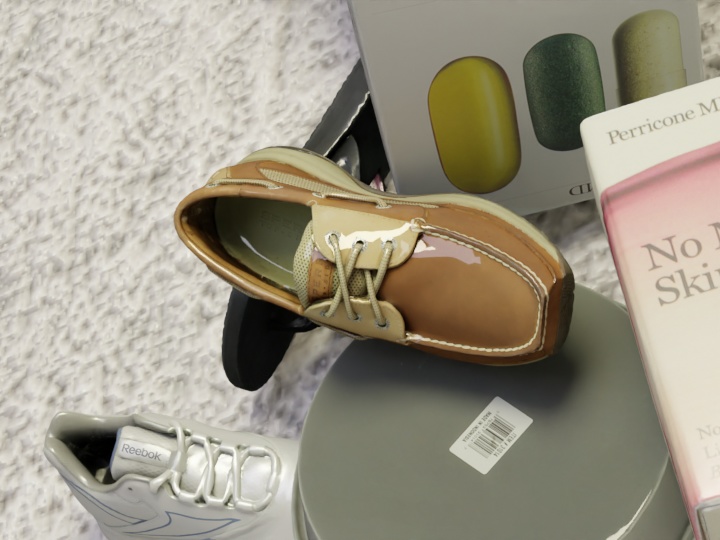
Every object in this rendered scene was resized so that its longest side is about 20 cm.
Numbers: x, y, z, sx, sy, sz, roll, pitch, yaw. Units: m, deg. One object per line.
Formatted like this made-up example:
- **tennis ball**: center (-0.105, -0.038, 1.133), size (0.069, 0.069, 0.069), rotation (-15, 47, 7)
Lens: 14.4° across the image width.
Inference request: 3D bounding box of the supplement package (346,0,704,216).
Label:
- **supplement package**: center (0.066, -0.144, 1.297), size (0.151, 0.200, 0.151), rotation (-14, 54, 1)

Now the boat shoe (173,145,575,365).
- **boat shoe**: center (0.000, 0.000, 1.268), size (0.199, 0.074, 0.076), rotation (17, 111, 37)

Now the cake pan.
- **cake pan**: center (0.059, 0.082, 1.273), size (0.199, 0.037, 0.201), rotation (-9, 54, 13)

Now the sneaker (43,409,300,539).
- **sneaker**: center (-0.072, 0.107, 1.365), size (0.199, 0.087, 0.075), rotation (1, 64, 37)

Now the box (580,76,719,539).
- **box**: center (0.179, 0.025, 1.181), size (0.127, 0.109, 0.201), rotation (-17, 54, 5)

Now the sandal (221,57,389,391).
- **sandal**: center (-0.008, -0.029, 1.409), size (0.048, 0.075, 0.201), rotation (24, 81, 25)
